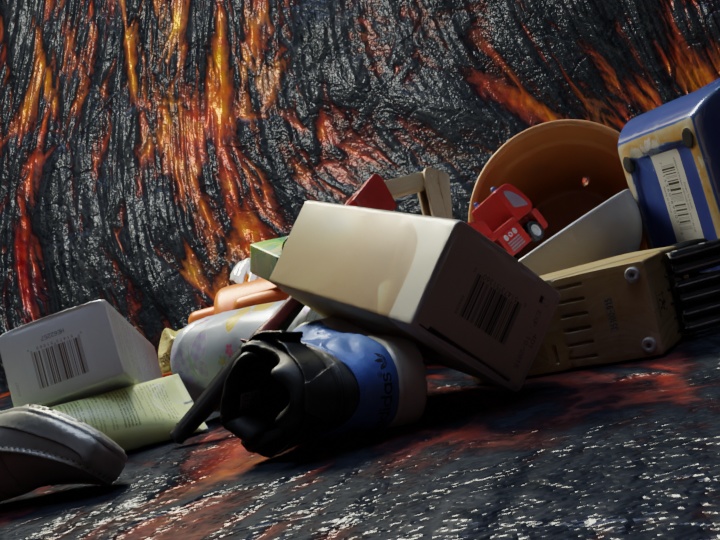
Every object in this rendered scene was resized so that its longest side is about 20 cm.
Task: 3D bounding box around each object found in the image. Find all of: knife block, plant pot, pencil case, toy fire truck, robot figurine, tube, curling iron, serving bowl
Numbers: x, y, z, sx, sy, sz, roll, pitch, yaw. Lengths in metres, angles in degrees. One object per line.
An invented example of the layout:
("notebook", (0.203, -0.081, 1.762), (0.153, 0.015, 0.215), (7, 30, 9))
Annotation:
("knife block", (0.192, 0.023, 0.740), (0.197, 0.065, 0.175), (-14, -1, 30))
("plant pot", (0.224, -0.040, 1.056), (0.196, 0.205, 0.140), (-13, -16, 15))
("pencil case", (-0.080, 0.076, 0.863), (0.198, 0.092, 0.083), (-14, 9, 43))
("toy fire truck", (0.079, -0.045, 0.924), (0.199, 0.142, 0.049), (-36, -3, -41))
("plant pot", (0.341, -0.079, 0.841), (0.176, 0.204, 0.200), (-18, 2, -10))
("robot figurine", (-0.084, 0.063, 1.074), (0.196, 0.146, 0.117), (-13, 27, 3))
("tube", (-0.229, 0.133, 0.810), (0.197, 0.059, 0.052), (-14, -11, -27))
("curling iron", (-0.086, 0.052, 0.777), (0.049, 0.201, 0.026), (35, 4, -32))
("serving bowl", (0.175, 0.012, 0.886), (0.198, 0.066, 0.200), (-34, -8, -5))

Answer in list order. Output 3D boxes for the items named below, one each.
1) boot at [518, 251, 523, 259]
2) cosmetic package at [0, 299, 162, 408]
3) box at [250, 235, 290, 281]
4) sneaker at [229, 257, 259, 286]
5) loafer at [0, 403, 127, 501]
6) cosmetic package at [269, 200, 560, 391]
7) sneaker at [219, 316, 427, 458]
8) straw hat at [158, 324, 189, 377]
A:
("boot", (0.196, 0.019, 1.219), (0.197, 0.072, 0.143), (1, -13, -29))
("cosmetic package", (-0.249, 0.097, 0.918), (0.100, 0.075, 0.200), (-18, -14, -6))
("box", (0.000, 0.000, 0.991), (0.142, 0.037, 0.198), (-13, 21, -38))
("sneaker", (-0.066, 0.049, 1.185), (0.197, 0.079, 0.078), (24, -42, -7))
("loafer", (-0.246, 0.133, 0.687), (0.196, 0.071, 0.070), (-2, -35, 32))
("cosmetic package", (0.029, 0.012, 0.682), (0.104, 0.072, 0.199), (32, -10, -28))
("sneaker", (-0.049, 0.074, 0.659), (0.109, 0.079, 0.199), (-2, 2, -27))
("straw hat", (-0.211, 0.108, 1.230), (0.197, 0.087, 0.201), (-13, 0, 0))
